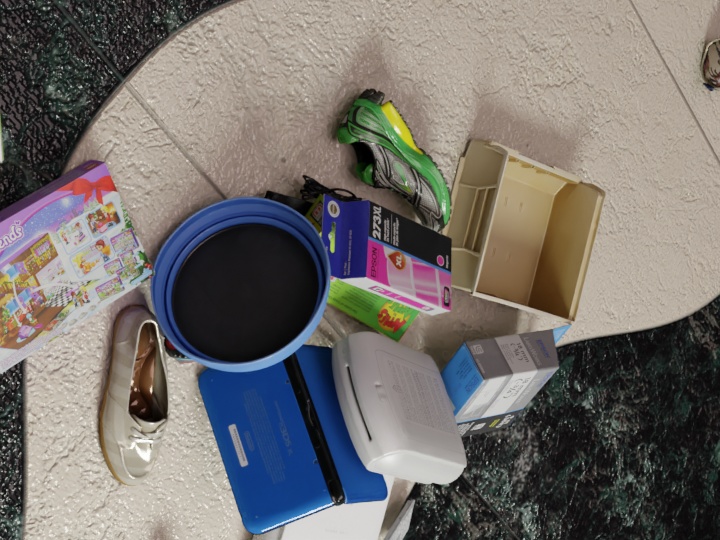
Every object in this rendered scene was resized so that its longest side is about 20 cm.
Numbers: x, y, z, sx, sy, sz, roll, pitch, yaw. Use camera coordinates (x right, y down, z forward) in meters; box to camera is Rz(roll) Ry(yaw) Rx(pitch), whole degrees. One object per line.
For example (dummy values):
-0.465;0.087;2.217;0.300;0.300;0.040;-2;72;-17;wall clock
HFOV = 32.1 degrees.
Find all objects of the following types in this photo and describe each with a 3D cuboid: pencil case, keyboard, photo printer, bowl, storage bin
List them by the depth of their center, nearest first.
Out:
-0.129;0.017;1.365;0.201;0.199;0.040;-52;159;-18;bowl
0.042;0.166;1.505;0.199;0.069;0.168;25;42;-57;photo printer
-0.042;-0.057;1.515;0.198;0.040;0.105;15;109;-37;keyboard
-0.042;0.285;1.542;0.165;0.069;0.203;19;86;-38;photo printer
0.026;0.370;1.583;0.200;0.011;0.057;-48;148;-51;keyboard
0.214;-0.051;1.666;0.198;0.093;0.202;16;89;-38;storage bin
0.612;-0.297;1.937;0.198;0.078;0.091;9;59;-38;pencil case

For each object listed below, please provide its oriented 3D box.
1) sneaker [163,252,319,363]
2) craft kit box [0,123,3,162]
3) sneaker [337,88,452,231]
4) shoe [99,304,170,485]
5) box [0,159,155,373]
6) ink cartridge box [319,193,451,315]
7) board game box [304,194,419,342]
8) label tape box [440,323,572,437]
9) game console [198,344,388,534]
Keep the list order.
-0.124;0.062;1.418;0.198;0.080;0.096;-23;148;-3;sneaker
-0.354;-0.206;1.137;0.048;0.197;0.203;-5;101;-19;craft kit box
0.039;-0.122;1.541;0.085;0.078;0.201;-45;113;-14;sneaker
-0.245;0.141;1.371;0.069;0.053;0.204;-3;100;-37;shoe
-0.324;-0.007;1.294;0.199;0.039;0.138;-34;117;-28;box
0.033;-0.019;1.458;0.198;0.037;0.096;20;64;-41;ink cartridge box
0.000;0.000;1.516;0.199;0.048;0.102;30;100;-39;board game box
0.191;0.149;1.654;0.198;0.064;0.145;-6;144;-36;label tape box
-0.077;0.195;1.463;0.168;0.119;0.202;-20;70;-4;game console
